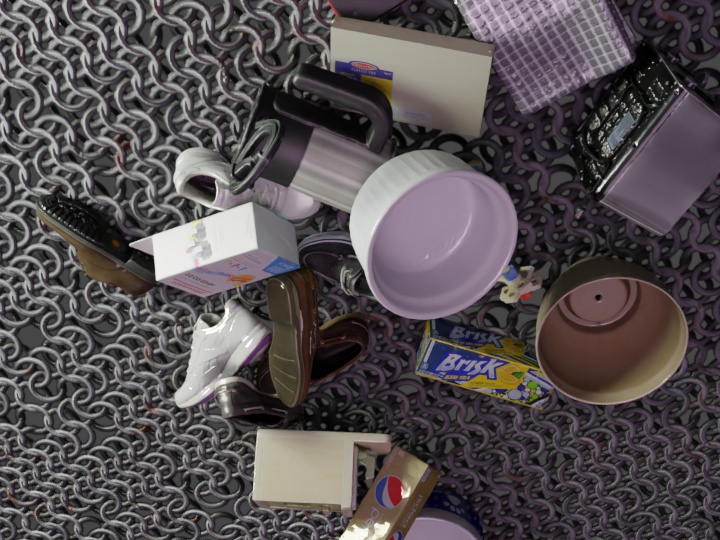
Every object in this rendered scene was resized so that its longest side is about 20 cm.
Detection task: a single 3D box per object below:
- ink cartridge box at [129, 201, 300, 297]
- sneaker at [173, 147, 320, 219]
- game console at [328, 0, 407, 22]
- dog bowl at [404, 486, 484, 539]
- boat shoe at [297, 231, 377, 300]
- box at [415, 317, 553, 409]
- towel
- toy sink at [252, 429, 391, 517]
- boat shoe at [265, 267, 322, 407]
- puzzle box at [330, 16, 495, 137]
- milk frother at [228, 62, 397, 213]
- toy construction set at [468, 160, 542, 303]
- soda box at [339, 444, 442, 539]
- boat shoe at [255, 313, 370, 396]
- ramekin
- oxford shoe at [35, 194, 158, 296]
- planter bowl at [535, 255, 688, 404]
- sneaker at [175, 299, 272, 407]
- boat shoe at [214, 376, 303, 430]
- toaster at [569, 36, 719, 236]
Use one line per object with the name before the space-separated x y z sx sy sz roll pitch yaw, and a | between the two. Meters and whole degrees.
ink cartridge box | -0.196 -0.019 1.418 0.199 0.068 0.115 -16 160 22
sneaker | -0.151 -0.098 1.400 0.199 0.100 0.075 12 118 -6
game console | 0.008 -0.406 1.261 0.176 0.031 0.200 -30 115 13
dog bowl | 0.102 0.448 1.713 0.199 0.079 0.201 1 120 2
boat shoe | 0.000 0.000 1.445 0.199 0.071 0.072 11 129 15
box | 0.182 0.133 1.538 0.199 0.064 0.070 16 120 -7
towel | 0.223 -0.299 1.277 0.165 0.086 0.200 -29 115 18
toy sink | -0.054 0.306 1.588 0.199 0.113 0.130 2 163 0
boat shoe | -0.083 0.094 1.475 0.072 0.068 0.201 25 124 39
puzzle box | 0.060 -0.238 1.306 0.199 0.026 0.133 13 143 7
milk frother | -0.060 -0.129 1.308 0.187 0.201 0.181 21 148 -9
toy construction set | 0.156 -0.037 1.433 0.131 0.092 0.200 -31 103 18
soda box | 0.039 0.372 1.615 0.201 0.068 0.064 -58 148 -6
boat shoe | -0.074 0.132 1.545 0.199 0.070 0.070 -33 117 21
ramekin | 0.083 -0.050 1.300 0.199 0.098 0.202 -11 123 -17
oxford shoe | -0.371 -0.028 1.466 0.200 0.073 0.084 38 119 -17
planter bowl | 0.333 0.063 1.451 0.199 0.135 0.201 1 120 2
sneaker | -0.214 0.121 1.548 0.100 0.075 0.200 47 115 2
boat shoe | -0.146 0.209 1.546 0.067 0.057 0.200 -20 151 22
toaster | 0.350 -0.158 1.297 0.118 0.181 0.200 28 116 -15
